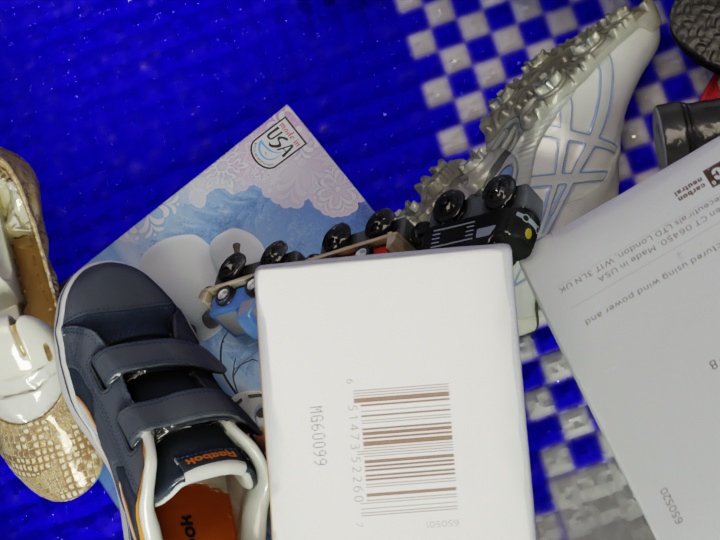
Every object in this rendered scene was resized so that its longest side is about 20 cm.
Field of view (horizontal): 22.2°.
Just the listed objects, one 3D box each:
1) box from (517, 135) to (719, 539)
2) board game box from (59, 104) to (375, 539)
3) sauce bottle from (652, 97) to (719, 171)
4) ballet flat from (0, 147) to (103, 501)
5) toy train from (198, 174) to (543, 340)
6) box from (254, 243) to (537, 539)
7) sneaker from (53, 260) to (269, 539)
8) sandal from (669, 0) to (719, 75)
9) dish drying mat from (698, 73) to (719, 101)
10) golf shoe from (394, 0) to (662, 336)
[{"bbox_3d":[0.205,0.042,0.812,0.198,0.131,0.201,-30,45,8],"label":"box"},{"bbox_3d":[-0.056,0.049,0.958,0.198,0.043,0.200,-38,66,-4],"label":"board game box"},{"bbox_3d":[0.245,-0.077,0.905,0.197,0.066,0.067,-9,67,1],"label":"sauce bottle"},{"bbox_3d":[-0.183,0.021,0.940,0.070,0.065,0.202,-25,67,6],"label":"ballet flat"},{"bbox_3d":[0.000,0.000,0.884,0.198,0.034,0.046,-15,50,35],"label":"toy train"},{"bbox_3d":[0.019,0.085,0.802,0.105,0.200,0.154,-5,79,2],"label":"box"},{"bbox_3d":[-0.089,0.076,0.879,0.078,0.079,0.202,-11,69,-28],"label":"sneaker"},{"bbox_3d":[0.258,-0.139,0.961,0.198,0.045,0.076,-16,71,-4],"label":"sandal"},{"bbox_3d":[0.257,-0.040,0.933,0.199,0.018,0.077,27,77,21],"label":"dish drying mat"},{"bbox_3d":[0.105,-0.053,0.958,0.097,0.078,0.200,46,70,-13],"label":"golf shoe"}]
